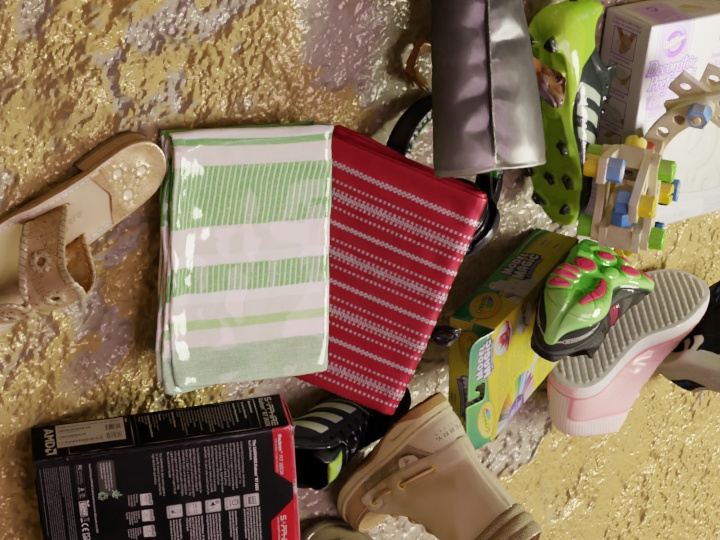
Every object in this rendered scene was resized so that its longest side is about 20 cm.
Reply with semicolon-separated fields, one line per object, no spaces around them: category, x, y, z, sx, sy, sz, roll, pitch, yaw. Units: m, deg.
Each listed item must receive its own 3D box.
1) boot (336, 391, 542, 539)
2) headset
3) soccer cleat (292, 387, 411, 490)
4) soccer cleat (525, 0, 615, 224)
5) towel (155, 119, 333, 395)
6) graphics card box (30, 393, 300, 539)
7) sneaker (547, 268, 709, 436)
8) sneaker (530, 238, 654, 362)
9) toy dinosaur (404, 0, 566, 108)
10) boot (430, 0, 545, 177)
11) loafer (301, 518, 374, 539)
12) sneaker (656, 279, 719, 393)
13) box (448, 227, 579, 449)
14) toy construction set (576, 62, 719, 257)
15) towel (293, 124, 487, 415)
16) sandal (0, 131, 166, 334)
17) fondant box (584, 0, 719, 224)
boot;0.066;0.210;1.677;0.073;0.156;0.200;-30;164;-37
headset;0.068;-0.042;1.619;0.123;0.094;0.201;12;94;-44
soccer cleat;-0.028;0.144;1.650;0.199;0.081;0.068;-18;124;-34
soccer cleat;0.182;-0.133;1.679;0.081;0.067;0.201;-28;128;-33
towel;-0.086;-0.011;1.513;0.152;0.023;0.201;-7;106;-31
graphics card box;-0.149;0.170;1.528;0.199;0.051;0.126;-9;122;-10
sneaker;0.247;0.082;1.870;0.200;0.075;0.105;-36;146;-29
sneaker;0.192;0.029;1.713;0.200;0.077;0.084;-19;142;-61
toy dinosaur;0.080;-0.191;1.577;0.200;0.060;0.106;44;80;-25
boot;0.063;-0.172;1.510;0.181;0.073;0.201;-2;106;-19
loafer;0.009;0.279;1.771;0.200;0.067;0.076;29;93;-46
sneaker;0.349;0.058;1.876;0.073;0.200;0.112;34;82;-14
box;0.127;0.060;1.713;0.200;0.048;0.118;-44;142;-50
toy construction set;0.239;-0.089;1.648;0.200;0.092;0.132;-46;145;-39
towel;0.000;0.000;1.573;0.144;0.022;0.201;22;103;-3
sandal;-0.210;-0.011;1.408;0.212;0.070;0.078;-44;135;-13
fondant box;0.276;-0.142;1.772;0.144;0.058;0.201;-15;121;-35
